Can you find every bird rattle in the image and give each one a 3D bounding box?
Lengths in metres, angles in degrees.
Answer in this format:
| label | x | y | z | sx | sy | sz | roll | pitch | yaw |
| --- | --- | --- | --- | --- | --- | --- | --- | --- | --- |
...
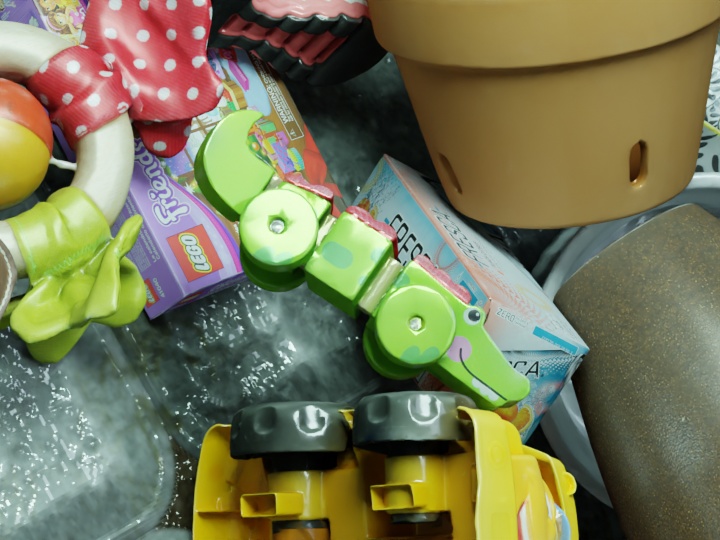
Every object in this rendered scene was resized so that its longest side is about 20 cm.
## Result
| label | x | y | z | sx | sy | sz | roll | pitch | yaw |
| --- | --- | --- | --- | --- | --- | --- | --- | --- | --- |
| bird rattle | -0.154 | -0.062 | 1.076 | 0.162 | 0.113 | 0.201 | 16 | 77 | -17 |

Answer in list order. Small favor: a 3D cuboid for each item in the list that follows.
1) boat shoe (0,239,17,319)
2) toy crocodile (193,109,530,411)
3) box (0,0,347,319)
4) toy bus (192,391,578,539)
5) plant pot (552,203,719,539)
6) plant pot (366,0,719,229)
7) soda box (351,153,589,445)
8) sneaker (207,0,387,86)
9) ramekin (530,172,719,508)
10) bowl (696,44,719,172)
| label | x | y | z | sx | sy | sz | roll | pitch | yaw |
| --- | --- | --- | --- | --- | --- | --- | --- | --- | --- |
| boat shoe | -0.203 | 0.050 | 0.946 | 0.076 | 0.072 | 0.200 | 53 | 47 | -22 |
| toy crocodile | 0.000 | 0.000 | 1.063 | 0.200 | 0.068 | 0.062 | 36 | 79 | 6 |
| box | -0.101 | -0.087 | 1.207 | 0.137 | 0.039 | 0.201 | -24 | 84 | -43 |
| toy bus | 0.042 | 0.135 | 1.102 | 0.191 | 0.199 | 0.137 | 8 | 78 | -42 |
| plant pot | 0.192 | 0.072 | 1.145 | 0.186 | 0.187 | 0.200 | -19 | 71 | -43 |
| plant pot | 0.106 | -0.111 | 1.196 | 0.200 | 0.199 | 0.141 | -30 | 121 | -43 |
| soda box | 0.048 | 0.011 | 1.186 | 0.068 | 0.064 | 0.200 | 27 | 15 | -26 |
| sneaker | -0.073 | -0.165 | 1.208 | 0.200 | 0.074 | 0.087 | 17 | 47 | -41 |
| ramekin | 0.185 | 0.040 | 1.274 | 0.199 | 0.098 | 0.202 | -1 | 97 | -7 |
| bowl | 0.169 | -0.099 | 1.374 | 0.200 | 0.094 | 0.201 | 33 | 23 | -16 |
